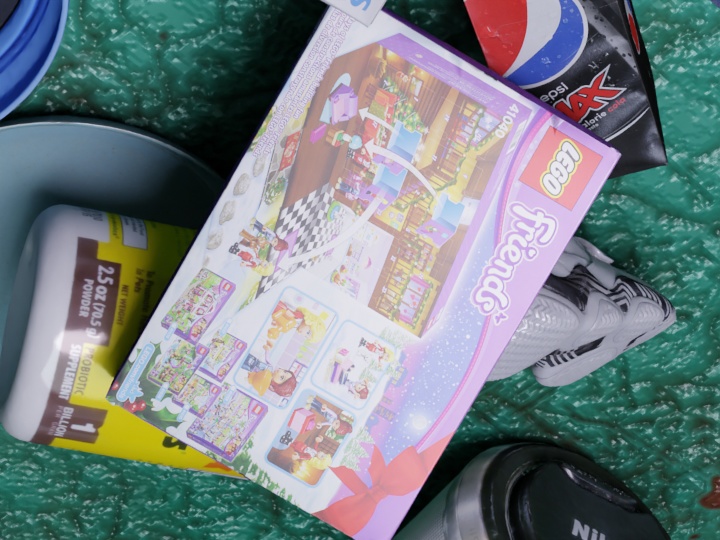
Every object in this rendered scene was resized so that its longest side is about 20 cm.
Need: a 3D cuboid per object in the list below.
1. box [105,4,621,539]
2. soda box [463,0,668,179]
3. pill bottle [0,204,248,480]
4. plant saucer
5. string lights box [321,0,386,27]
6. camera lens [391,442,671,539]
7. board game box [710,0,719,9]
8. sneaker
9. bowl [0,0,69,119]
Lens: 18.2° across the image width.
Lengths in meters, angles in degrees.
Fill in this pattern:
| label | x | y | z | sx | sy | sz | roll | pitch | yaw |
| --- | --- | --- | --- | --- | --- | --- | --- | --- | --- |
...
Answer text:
| label | x | y | z | sx | sy | sz | roll | pitch | yaw |
| --- | --- | --- | --- | --- | --- | --- | --- | --- | --- |
| box | 0.000 | 0.000 | 0.948 | 0.136 | 0.039 | 0.201 | 30 | 97 | -6 |
| soda box | 0.077 | -0.127 | 0.957 | 0.063 | 0.071 | 0.200 | -14 | 134 | 12 |
| pill bottle | -0.061 | 0.040 | 1.038 | 0.199 | 0.110 | 0.110 | 11 | 132 | -15 |
| plant saucer | -0.144 | -0.003 | 1.084 | 0.199 | 0.028 | 0.201 | -3 | 135 | -3 |
| string lights box | -0.076 | -0.175 | 0.862 | 0.199 | 0.103 | 0.059 | 28 | 98 | -30 |
| camera lens | 0.072 | 0.203 | 1.217 | 0.159 | 0.160 | 0.200 | 23 | 128 | -27 |
| board game box | 0.118 | -0.206 | 0.858 | 0.200 | 0.035 | 0.136 | 34 | 84 | -32 |
| sneaker | 0.081 | -0.010 | 1.074 | 0.075 | 0.115 | 0.200 | -32 | 164 | 23 |
| bowl | -0.221 | -0.131 | 0.940 | 0.199 | 0.039 | 0.201 | -4 | 134 | -4 |
